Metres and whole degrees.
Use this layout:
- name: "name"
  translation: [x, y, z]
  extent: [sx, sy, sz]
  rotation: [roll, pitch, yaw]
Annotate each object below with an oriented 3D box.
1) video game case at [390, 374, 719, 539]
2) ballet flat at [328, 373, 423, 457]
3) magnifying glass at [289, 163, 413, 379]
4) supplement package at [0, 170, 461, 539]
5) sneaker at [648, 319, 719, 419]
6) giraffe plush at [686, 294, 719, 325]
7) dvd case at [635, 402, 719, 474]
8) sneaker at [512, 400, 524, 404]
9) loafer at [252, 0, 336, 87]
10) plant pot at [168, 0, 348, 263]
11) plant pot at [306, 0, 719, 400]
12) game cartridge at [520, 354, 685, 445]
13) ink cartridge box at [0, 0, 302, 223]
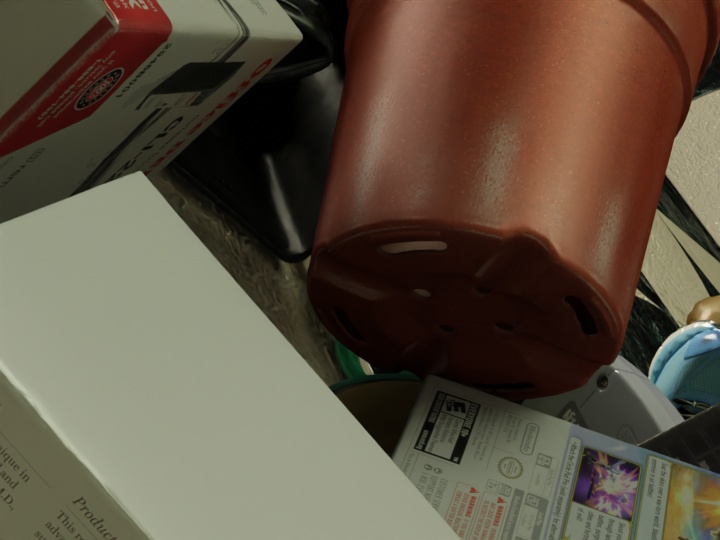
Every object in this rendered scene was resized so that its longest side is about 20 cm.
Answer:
- name: "video game case"
  translation: [0.086, 0.140, 0.575]
  extent: [0.181, 0.046, 0.200]
  rotation: [18, 31, 8]
- name: "ballet flat"
  translation: [0.044, 0.097, 0.741]
  extent: [0.200, 0.068, 0.063]
  rotation: [17, 52, -58]
- name: "magnifying glass"
  translation: [0.000, 0.000, 0.821]
  extent: [0.022, 0.080, 0.200]
  rotation: [34, 18, -41]
- name: "supplement package"
  translation: [-0.065, 0.088, 0.411]
  extent: [0.200, 0.111, 0.156]
  rotation: [49, 17, -1]
- name: "sneaker"
  translation: [0.213, 0.123, 0.898]
  extent: [0.078, 0.201, 0.090]
  rotation: [21, 33, 1]
- name: "giraffe plush"
  translation: [0.274, 0.132, 1.045]
  extent: [0.200, 0.162, 0.173]
  rotation: [35, 45, -29]
- name: "dvd case"
  translation: [0.153, 0.158, 0.667]
  extent: [0.149, 0.199, 0.016]
  rotation: [62, -3, 36]
- name: "sneaker"
  translation: [0.106, 0.043, 0.900]
  extent: [0.074, 0.084, 0.201]
  rotation: [136, -70, -81]
- name: "loafer"
  translation: [-0.109, -0.129, 0.699]
  extent: [0.200, 0.068, 0.070]
  rotation: [2, 22, -19]
- name: "plant pot"
  translation: [-0.060, -0.164, 0.840]
  extent: [0.199, 0.200, 0.178]
  rotation: [40, 9, -26]
- name: "plant pot"
  translation: [0.068, -0.055, 0.667]
  extent: [0.201, 0.200, 0.196]
  rotation: [38, 52, -32]
- name: "game cartridge"
  translation: [0.141, 0.140, 0.766]
  extent: [0.040, 0.134, 0.200]
  rotation: [16, 33, -29]
- name: "ink cartridge box"
  translation: [-0.127, -0.083, 0.560]
  extent: [0.084, 0.144, 0.200]
  rotation: [51, 18, 3]
